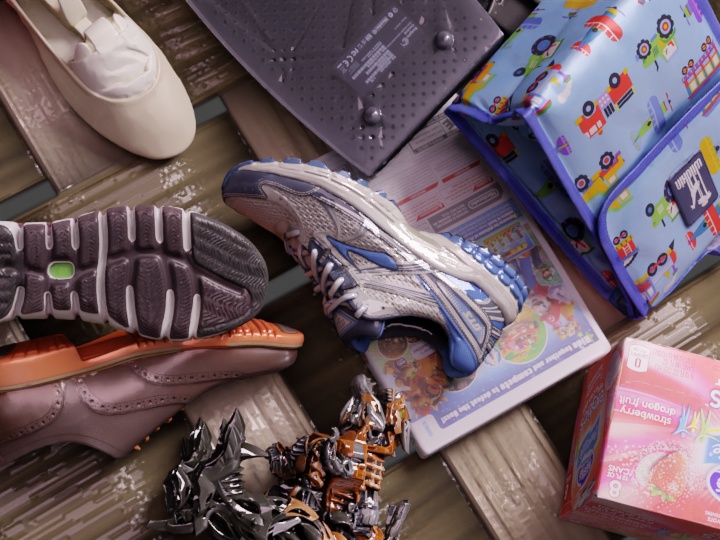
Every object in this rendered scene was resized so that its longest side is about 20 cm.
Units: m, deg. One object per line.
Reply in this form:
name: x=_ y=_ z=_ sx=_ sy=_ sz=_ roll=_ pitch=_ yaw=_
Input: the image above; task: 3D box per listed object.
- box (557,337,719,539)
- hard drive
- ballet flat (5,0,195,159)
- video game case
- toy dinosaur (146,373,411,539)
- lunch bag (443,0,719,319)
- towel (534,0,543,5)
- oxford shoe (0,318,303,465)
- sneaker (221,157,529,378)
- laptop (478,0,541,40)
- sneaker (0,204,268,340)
box: x=0.232 y=0.122 z=0.927 sx=0.199 sy=0.095 sz=0.103 roll=14 pitch=71 yaw=-3
hard drive: x=-0.016 y=-0.168 z=0.982 sx=0.135 sy=0.042 sz=0.200 roll=-46 pitch=75 yaw=5
ballet flat: x=-0.179 y=-0.155 z=0.972 sx=0.069 sy=0.070 sz=0.200 roll=-40 pitch=82 yaw=-17
video game case: x=0.050 y=-0.001 z=0.981 sx=0.143 sy=0.018 sz=0.201 roll=-27 pitch=78 yaw=-15
toy dinosaur: x=-0.042 y=0.146 z=0.888 sx=0.135 sy=0.102 sz=0.201 roll=34 pitch=49 yaw=-14
lunch bag: x=0.175 y=-0.078 z=0.970 sx=0.151 sy=0.094 sz=0.200 roll=-48 pitch=117 yaw=-15
towel: x=0.126 y=-0.250 z=0.997 sx=0.200 sy=0.023 sz=0.153 roll=32 pitch=69 yaw=-28
oxford shoe: x=-0.130 y=0.070 z=0.918 sx=0.199 sy=0.071 sz=0.073 roll=-8 pitch=98 yaw=-10
sneaker: x=0.000 y=0.000 z=0.926 sx=0.199 sy=0.077 sz=0.086 roll=26 pitch=75 yaw=1
laptop: x=0.103 y=-0.226 z=1.062 sx=0.200 sy=0.116 sz=0.188 roll=33 pitch=69 yaw=-27
sneaker: x=-0.158 y=-0.005 z=0.906 sx=0.199 sy=0.115 sz=0.076 roll=5 pitch=93 yaw=-12
